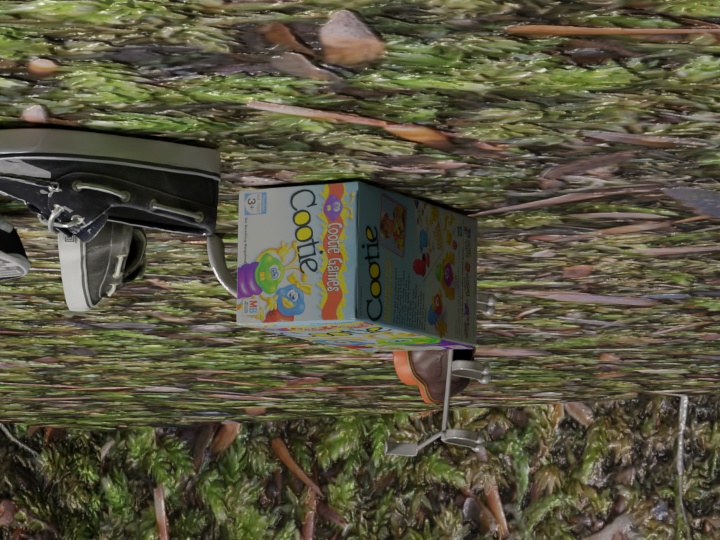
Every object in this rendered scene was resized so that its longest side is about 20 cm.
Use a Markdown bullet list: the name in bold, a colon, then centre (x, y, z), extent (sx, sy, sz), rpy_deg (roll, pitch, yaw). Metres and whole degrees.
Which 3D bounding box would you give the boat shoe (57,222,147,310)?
- **boat shoe**: centre (-0.199, -0.009, 2.130), extent (0.063, 0.071, 0.200), rpy_deg (2, 171, -2)

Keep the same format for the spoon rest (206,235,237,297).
- **spoon rest**: centre (-0.026, 0.001, 2.239), extent (0.199, 0.061, 0.099), rpy_deg (0, 173, 7)

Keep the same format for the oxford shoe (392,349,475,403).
- **oxford shoe**: centre (0.097, 0.105, 2.982), extent (0.072, 0.071, 0.200), rpy_deg (-7, 170, 17)

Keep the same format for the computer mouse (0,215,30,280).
- **computer mouse**: centre (-0.310, -0.033, 2.071), extent (0.109, 0.044, 0.200), rpy_deg (-6, 166, 11)

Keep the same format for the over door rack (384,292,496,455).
- **over door rack**: centre (0.087, 0.104, 2.682), extent (0.066, 0.148, 0.200), rpy_deg (9, 170, -17)

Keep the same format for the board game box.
- **board game box**: centre (0.000, 0.000, 2.057), extent (0.103, 0.105, 0.200), rpy_deg (-3, 171, 28)

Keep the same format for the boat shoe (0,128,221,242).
- **boat shoe**: centre (-0.186, -0.053, 1.801), extent (0.199, 0.068, 0.072), rpy_deg (5, 171, -29)
